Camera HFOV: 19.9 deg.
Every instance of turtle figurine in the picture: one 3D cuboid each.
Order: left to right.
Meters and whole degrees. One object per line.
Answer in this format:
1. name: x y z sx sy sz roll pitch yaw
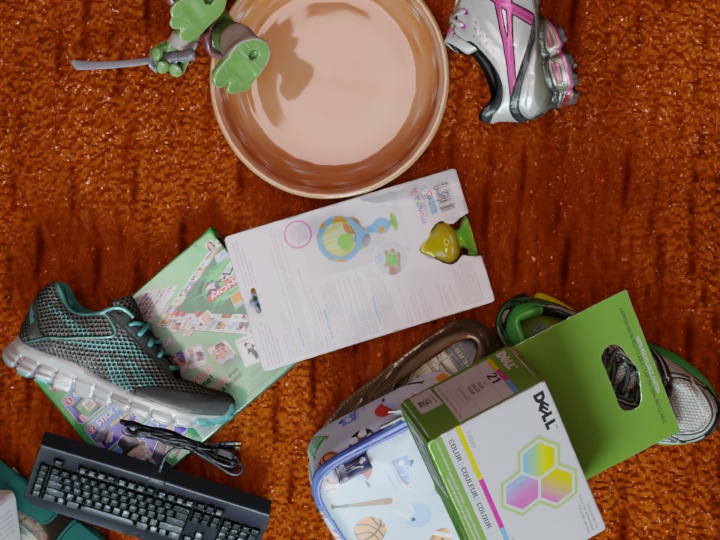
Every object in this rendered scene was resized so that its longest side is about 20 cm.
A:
1. turtle figurine: -0.169 -0.205 1.651 0.199 0.194 0.145 -14 122 -22

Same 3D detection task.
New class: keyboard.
1. keyboard: -0.169 0.176 1.696 0.199 0.021 0.127 17 122 -8

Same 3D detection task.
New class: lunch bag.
1. lunch bag: 0.057 0.184 1.655 0.160 0.076 0.200 -26 116 7

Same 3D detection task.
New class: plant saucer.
1. plant saucer: -0.025 -0.160 1.706 0.199 0.037 0.201 0 92 6

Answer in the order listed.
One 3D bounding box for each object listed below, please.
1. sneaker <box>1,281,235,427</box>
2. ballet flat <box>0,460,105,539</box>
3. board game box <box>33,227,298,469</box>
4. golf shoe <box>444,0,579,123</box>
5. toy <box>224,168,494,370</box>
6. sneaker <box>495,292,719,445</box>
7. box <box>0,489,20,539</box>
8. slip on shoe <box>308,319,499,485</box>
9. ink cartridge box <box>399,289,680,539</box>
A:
1. sneaker: -0.192 0.068 1.687 0.199 0.078 0.092 19 90 4
2. ballet flat: -0.267 0.233 1.739 0.200 0.076 0.064 41 127 7
3. board game box: -0.157 0.079 1.732 0.200 0.029 0.135 -40 86 6
4. golf shoe: 0.107 -0.217 1.666 0.092 0.073 0.201 -19 89 -3
5. toy: 0.000 0.000 1.704 0.199 0.047 0.116 -17 86 2
6. sneaker: 0.198 0.085 1.665 0.199 0.085 0.078 25 94 4
7. box: -0.361 0.289 1.689 0.152 0.106 0.201 1 105 20
8. slip on shoe: 0.033 0.118 1.696 0.200 0.061 0.076 -40 87 6
9. ink cartridge box: 0.152 0.127 1.578 0.199 0.076 0.148 -27 115 -6
